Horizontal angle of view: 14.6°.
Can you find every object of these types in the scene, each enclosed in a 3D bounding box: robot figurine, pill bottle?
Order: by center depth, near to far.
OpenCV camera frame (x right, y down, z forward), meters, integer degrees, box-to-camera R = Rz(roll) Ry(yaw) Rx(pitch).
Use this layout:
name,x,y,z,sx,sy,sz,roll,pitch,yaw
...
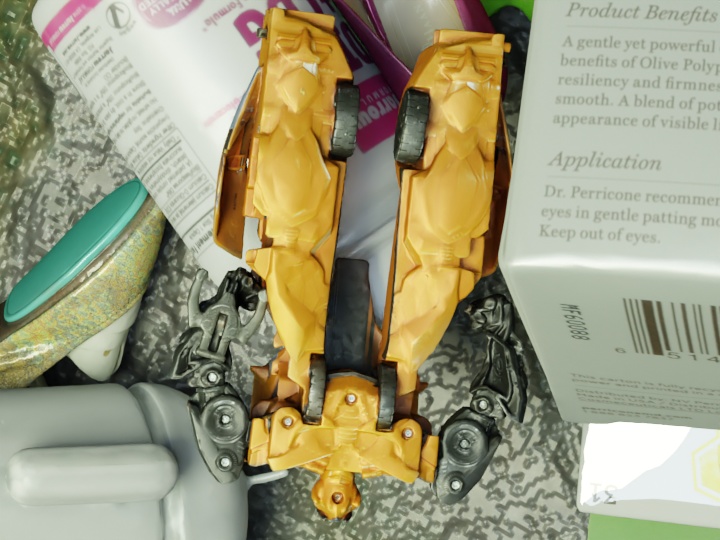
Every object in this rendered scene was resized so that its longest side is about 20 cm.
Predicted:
name,x,y,z,sx,sy,sz,roll,pitch,yaw
robot figurine,0.000,0.000,1.133,0.144,0.058,0.201,7,93,-7
pill bottle,-0.042,-0.061,1.216,0.113,0.113,0.200,-36,89,14
robot figurine,-0.134,0.107,1.230,0.199,0.170,0.114,-2,76,-23

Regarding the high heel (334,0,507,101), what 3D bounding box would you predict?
name,x,y,z,sx,sy,sz,roll,pitch,yaw
high heel,-0.002,-0.143,1.169,0.067,0.096,0.201,-28,115,-2

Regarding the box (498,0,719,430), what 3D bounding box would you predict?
name,x,y,z,sx,sy,sz,roll,pitch,yaw
box,0.171,-0.039,1.103,0.198,0.200,0.172,4,71,12

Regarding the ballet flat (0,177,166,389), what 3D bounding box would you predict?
name,x,y,z,sx,sy,sz,roll,pitch,yaw
ballet flat,-0.149,0.037,1.282,0.200,0.071,0.071,-38,88,13

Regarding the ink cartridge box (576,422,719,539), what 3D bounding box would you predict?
name,x,y,z,sx,sy,sz,roll,pitch,yaw
ink cartridge box,0.166,0.107,1.224,0.145,0.048,0.201,6,96,12

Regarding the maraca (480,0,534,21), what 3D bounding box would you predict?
name,x,y,z,sx,sy,sz,roll,pitch,yaw
maraca,0.085,-0.190,1.181,0.137,0.107,0.200,51,129,14
